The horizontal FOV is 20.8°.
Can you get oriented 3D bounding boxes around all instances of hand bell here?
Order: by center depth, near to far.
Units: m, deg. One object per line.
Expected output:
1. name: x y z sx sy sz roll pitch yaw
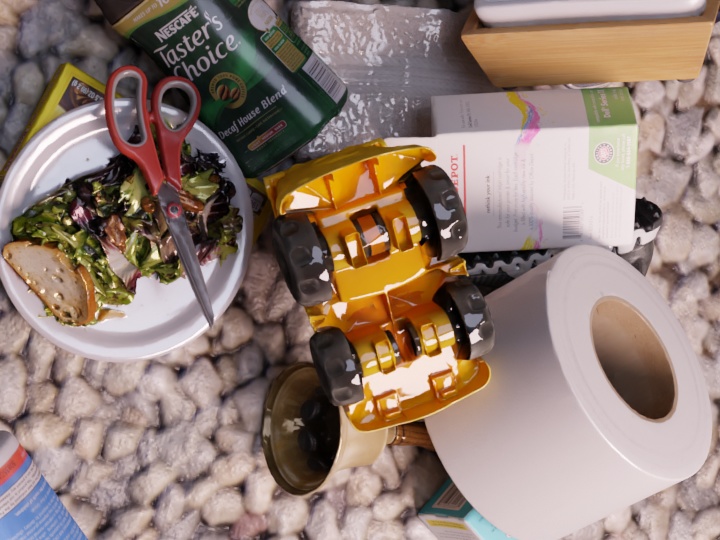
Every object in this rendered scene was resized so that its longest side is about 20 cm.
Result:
1. hand bell: 0.032 0.129 1.574 0.200 0.104 0.104 5 85 -37

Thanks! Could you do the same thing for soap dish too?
1. soap dish: 0.196 -0.211 1.585 0.157 0.200 0.081 -64 148 -55

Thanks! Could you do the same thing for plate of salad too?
1. plate of salad: -0.173 -0.029 1.466 0.200 0.048 0.200 -2 97 -19

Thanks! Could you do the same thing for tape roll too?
1. tape roll: 0.163 0.098 1.549 0.203 0.139 0.203 31 43 -35

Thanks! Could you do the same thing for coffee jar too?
1. coffee jar: -0.109 -0.174 1.496 0.200 0.104 0.085 49 32 -13

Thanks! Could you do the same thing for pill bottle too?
1. pill bottle: -0.241 0.224 1.409 0.112 0.112 0.200 -39 102 -22

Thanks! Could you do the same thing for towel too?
1. towel: 0.036 -0.148 1.607 0.200 0.034 0.133 1 86 -25

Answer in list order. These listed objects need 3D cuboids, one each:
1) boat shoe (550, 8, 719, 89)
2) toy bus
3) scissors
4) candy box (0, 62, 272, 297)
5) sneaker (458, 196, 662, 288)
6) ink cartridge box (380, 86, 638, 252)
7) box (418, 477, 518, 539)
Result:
1. boat shoe: 0.250 -0.218 1.680 0.200 0.093 0.075 -36 102 -23
2. toy bus: 0.000 0.000 1.497 0.136 0.192 0.200 -20 106 -12
3. scissors: -0.148 -0.054 1.444 0.073 0.014 0.200 -1 79 -21
4. candy box: -0.167 -0.065 1.509 0.200 0.026 0.102 31 78 -21
5. sneaker: 0.155 0.000 1.635 0.200 0.066 0.091 -10 124 -10
6. ink cartridge box: 0.116 -0.079 1.568 0.200 0.067 0.117 -2 125 0
7. box: 0.141 0.254 1.608 0.049 0.082 0.200 -47 107 -21
